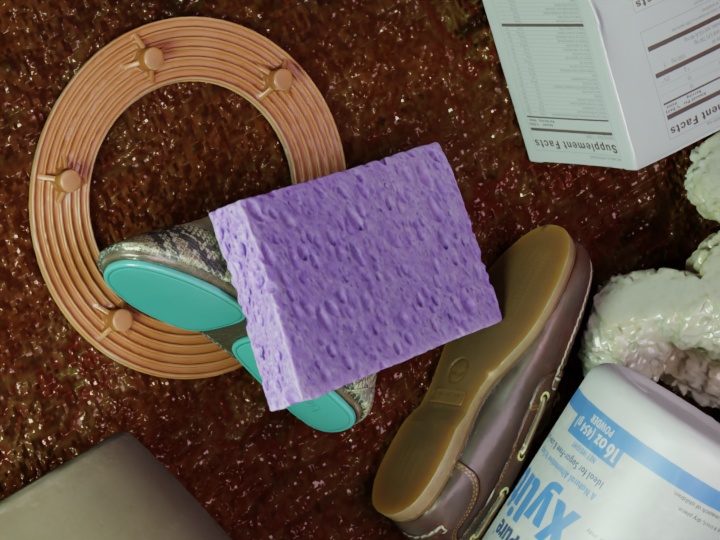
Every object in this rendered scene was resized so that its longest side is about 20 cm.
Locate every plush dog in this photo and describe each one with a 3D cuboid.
[{"bbox_3d":[0.253,0.036,1.725,0.200,0.160,0.172,-55,141,-17],"label":"plush dog"}]

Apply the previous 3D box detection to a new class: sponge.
[{"bbox_3d":[0.000,0.000,1.560,0.200,0.030,0.112,-19,90,-53],"label":"sponge"}]

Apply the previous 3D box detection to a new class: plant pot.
[{"bbox_3d":[-0.126,0.185,1.480,0.200,0.200,0.175,-30,90,-26],"label":"plant pot"}]

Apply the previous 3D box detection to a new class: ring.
[{"bbox_3d":[-0.090,-0.040,1.567,0.200,0.019,0.202,-2,94,-31],"label":"ring"}]

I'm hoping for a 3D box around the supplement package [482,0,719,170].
[{"bbox_3d":[0.142,-0.172,1.645,0.109,0.114,0.201,-26,108,-27],"label":"supplement package"}]

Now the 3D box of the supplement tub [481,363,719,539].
[{"bbox_3d":[0.138,0.167,1.628,0.132,0.132,0.200,29,97,-30],"label":"supplement tub"}]

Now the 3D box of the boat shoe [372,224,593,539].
[{"bbox_3d":[0.080,0.072,1.654,0.070,0.070,0.200,36,82,-33],"label":"boat shoe"}]

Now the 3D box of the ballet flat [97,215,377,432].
[{"bbox_3d":[-0.063,0.015,1.548,0.200,0.068,0.076,36,54,-35],"label":"ballet flat"}]
